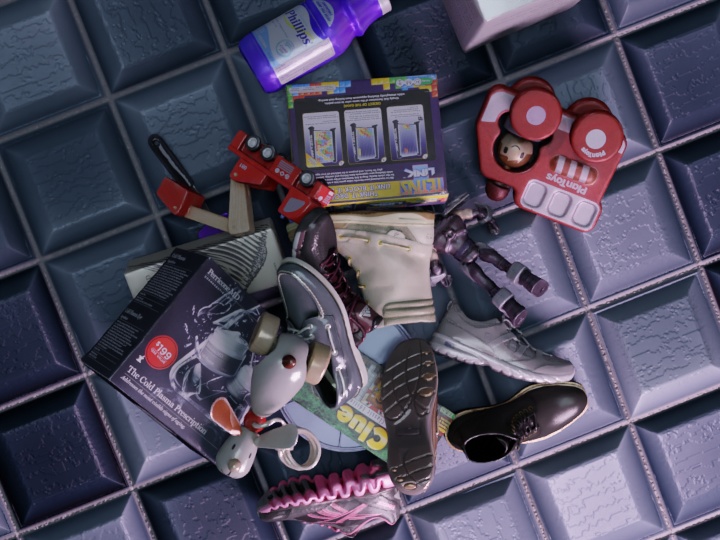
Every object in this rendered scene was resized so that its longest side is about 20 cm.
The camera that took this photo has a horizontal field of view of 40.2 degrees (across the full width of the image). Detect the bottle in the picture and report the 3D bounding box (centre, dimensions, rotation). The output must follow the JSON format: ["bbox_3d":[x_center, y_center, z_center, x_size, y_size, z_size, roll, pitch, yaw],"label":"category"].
[{"bbox_3d":[-0.056,-0.311,1.281,0.200,0.065,0.084,-29,68,0],"label":"bottle"}]

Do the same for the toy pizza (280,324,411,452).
[{"bbox_3d":[-0.017,0.143,1.324,0.200,0.032,0.200,0,91,-4],"label":"toy pizza"}]

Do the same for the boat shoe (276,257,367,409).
[{"bbox_3d":[-0.054,0.078,1.186,0.062,0.073,0.200,-45,121,-40],"label":"boat shoe"}]

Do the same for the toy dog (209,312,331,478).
[{"bbox_3d":[-0.104,0.151,1.126,0.132,0.096,0.200,5,97,-4],"label":"toy dog"}]

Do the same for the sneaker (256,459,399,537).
[{"bbox_3d":[-0.037,0.320,1.318,0.200,0.079,0.096,-11,105,0],"label":"sneaker"}]

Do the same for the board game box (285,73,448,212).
[{"bbox_3d":[0.008,-0.164,1.287,0.200,0.057,0.166,-4,83,-1],"label":"board game box"}]

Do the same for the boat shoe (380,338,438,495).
[{"bbox_3d":[0.065,0.188,1.261,0.076,0.072,0.200,1,72,12],"label":"boat shoe"}]

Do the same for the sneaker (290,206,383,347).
[{"bbox_3d":[-0.020,0.020,1.213,0.115,0.076,0.200,24,135,26],"label":"sneaker"}]

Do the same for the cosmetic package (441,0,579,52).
[{"bbox_3d":[0.183,-0.393,1.224,0.166,0.200,0.168,-23,93,0],"label":"cosmetic package"}]

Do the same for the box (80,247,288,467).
[{"bbox_3d":[-0.195,0.106,1.197,0.200,0.104,0.182,46,72,-30],"label":"box"}]

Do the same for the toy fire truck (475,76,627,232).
[{"bbox_3d":[0.242,-0.153,1.292,0.200,0.112,0.168,20,110,-2],"label":"toy fire truck"}]

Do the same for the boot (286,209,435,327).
[{"bbox_3d":[0.000,0.000,1.282,0.200,0.072,0.155,-1,93,16],"label":"boot"}]

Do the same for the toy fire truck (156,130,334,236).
[{"bbox_3d":[-0.145,-0.096,1.241,0.200,0.049,0.141,34,94,20],"label":"toy fire truck"}]

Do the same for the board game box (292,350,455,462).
[{"bbox_3d":[0.016,0.179,1.301,0.200,0.023,0.105,33,90,-4],"label":"board game box"}]

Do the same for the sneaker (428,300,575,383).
[{"bbox_3d":[0.195,0.098,1.310,0.200,0.075,0.082,17,85,-7],"label":"sneaker"}]

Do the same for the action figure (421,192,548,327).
[{"bbox_3d":[0.148,-0.016,1.294,0.200,0.069,0.130,43,100,20],"label":"action figure"}]

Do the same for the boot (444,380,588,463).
[{"bbox_3d":[0.215,0.205,1.283,0.200,0.138,0.078,-20,93,-2],"label":"boot"}]

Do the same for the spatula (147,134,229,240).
[{"bbox_3d":[-0.220,-0.097,1.312,0.056,0.021,0.200,-36,92,5],"label":"spatula"}]

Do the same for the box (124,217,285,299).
[{"bbox_3d":[-0.198,0.001,1.287,0.200,0.068,0.082,-19,107,-1],"label":"box"}]
